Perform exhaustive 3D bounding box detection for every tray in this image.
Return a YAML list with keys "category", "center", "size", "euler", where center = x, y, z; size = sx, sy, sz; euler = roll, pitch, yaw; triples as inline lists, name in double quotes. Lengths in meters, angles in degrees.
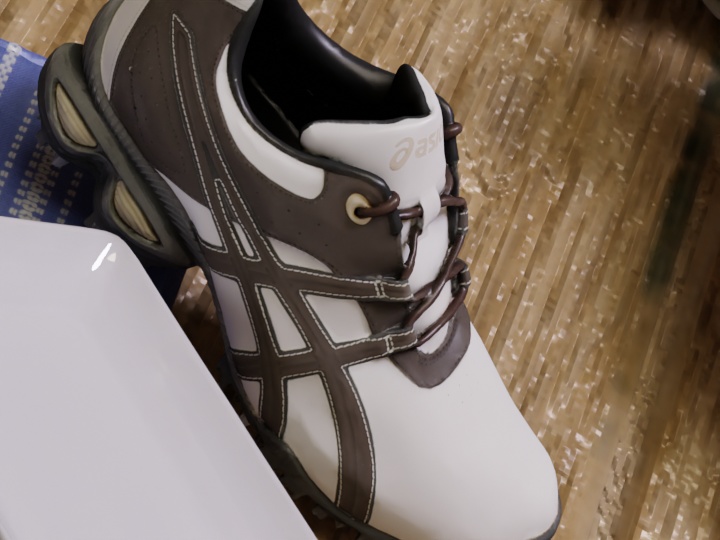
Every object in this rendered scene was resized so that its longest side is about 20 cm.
- category: "tray"
  center: [-0.055, 0.062, 0.646]
  size: [0.107, 0.022, 0.200]
  euler: [9, 38, -50]

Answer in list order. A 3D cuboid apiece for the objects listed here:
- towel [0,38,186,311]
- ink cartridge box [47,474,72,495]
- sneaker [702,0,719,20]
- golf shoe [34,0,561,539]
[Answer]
- category: "towel"
  center: [-0.144, -0.022, 0.749]
  size: [0.200, 0.024, 0.145]
  euler: [25, 47, -11]
- category: "ink cartridge box"
  center: [-0.177, 0.029, 0.651]
  size: [0.200, 0.044, 0.094]
  euler: [39, 51, 0]
- category: "sneaker"
  center: [0.170, -0.112, 1.001]
  size: [0.200, 0.075, 0.077]
  euler: [16, 80, -26]
- category: "golf shoe"
  center: [0.000, 0.000, 0.748]
  size: [0.200, 0.094, 0.078]
  euler: [48, 40, -11]
